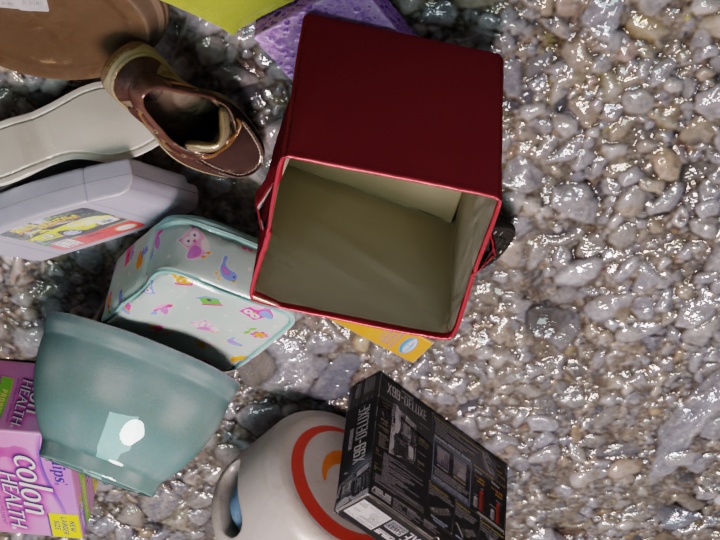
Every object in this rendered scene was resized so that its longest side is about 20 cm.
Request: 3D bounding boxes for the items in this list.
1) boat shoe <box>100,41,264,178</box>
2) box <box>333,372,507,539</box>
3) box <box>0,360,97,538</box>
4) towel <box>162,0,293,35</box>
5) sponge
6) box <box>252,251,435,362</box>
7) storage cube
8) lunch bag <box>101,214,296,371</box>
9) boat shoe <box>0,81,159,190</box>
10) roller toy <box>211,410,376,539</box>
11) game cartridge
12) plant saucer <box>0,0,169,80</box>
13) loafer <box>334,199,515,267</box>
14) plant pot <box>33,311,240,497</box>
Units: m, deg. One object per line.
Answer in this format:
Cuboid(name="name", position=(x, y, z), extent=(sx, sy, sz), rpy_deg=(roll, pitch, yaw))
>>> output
Cuboid(name="boat shoe", position=(-0.138, -0.121, 1.542), extent=(0.072, 0.072, 0.200), rpy_deg=(-47, 142, 2))
Cuboid(name="box", position=(0.066, 0.220, 1.841), extent=(0.200, 0.158, 0.050), rpy_deg=(37, 128, -28))
Cuboid(name="box", position=(-0.388, 0.186, 1.908), extent=(0.199, 0.097, 0.176), rpy_deg=(4, 135, 3))
Cuboid(name="towel", position=(-0.131, -0.233, 1.435), extent=(0.086, 0.018, 0.200), rpy_deg=(-20, 160, 29))
Cuboid(name="sponge", position=(0.009, -0.163, 1.550), extent=(0.111, 0.030, 0.200), rpy_deg=(-23, 129, 27))
Cuboid(name="box", position=(0.000, 0.000, 1.653), extent=(0.199, 0.119, 0.041), rpy_deg=(30, 132, -21))
Cuboid(name="storage cube", position=(0.016, -0.076, 1.488), extent=(0.199, 0.180, 0.171), rpy_deg=(10, 135, -6))
Cuboid(name="lunch bag", position=(-0.145, 0.024, 1.697), extent=(0.160, 0.077, 0.200), rpy_deg=(19, 155, -20))
Cuboid(name="boat shoe", position=(-0.252, -0.116, 1.609), extent=(0.199, 0.074, 0.060), rpy_deg=(-19, 174, 4))
Cuboid(name="roller toy", position=(-0.054, 0.249, 1.871), extent=(0.183, 0.200, 0.140), rpy_deg=(53, 128, 5))
Cuboid(name="game cartridge", position=(-0.264, -0.053, 1.644), extent=(0.199, 0.041, 0.133), rpy_deg=(-16, 162, 24))
Cuboid(name="plant saucer", position=(-0.257, -0.213, 1.492), extent=(0.199, 0.030, 0.200), rpy_deg=(4, 154, 2))
Cuboid(name="loafer", position=(0.049, -0.044, 1.629), extent=(0.199, 0.072, 0.073), rpy_deg=(2, 140, -28))
Cuboid(name="plant pot", position=(-0.233, 0.138, 1.747), extent=(0.199, 0.135, 0.200), rpy_deg=(20, 168, 4))
